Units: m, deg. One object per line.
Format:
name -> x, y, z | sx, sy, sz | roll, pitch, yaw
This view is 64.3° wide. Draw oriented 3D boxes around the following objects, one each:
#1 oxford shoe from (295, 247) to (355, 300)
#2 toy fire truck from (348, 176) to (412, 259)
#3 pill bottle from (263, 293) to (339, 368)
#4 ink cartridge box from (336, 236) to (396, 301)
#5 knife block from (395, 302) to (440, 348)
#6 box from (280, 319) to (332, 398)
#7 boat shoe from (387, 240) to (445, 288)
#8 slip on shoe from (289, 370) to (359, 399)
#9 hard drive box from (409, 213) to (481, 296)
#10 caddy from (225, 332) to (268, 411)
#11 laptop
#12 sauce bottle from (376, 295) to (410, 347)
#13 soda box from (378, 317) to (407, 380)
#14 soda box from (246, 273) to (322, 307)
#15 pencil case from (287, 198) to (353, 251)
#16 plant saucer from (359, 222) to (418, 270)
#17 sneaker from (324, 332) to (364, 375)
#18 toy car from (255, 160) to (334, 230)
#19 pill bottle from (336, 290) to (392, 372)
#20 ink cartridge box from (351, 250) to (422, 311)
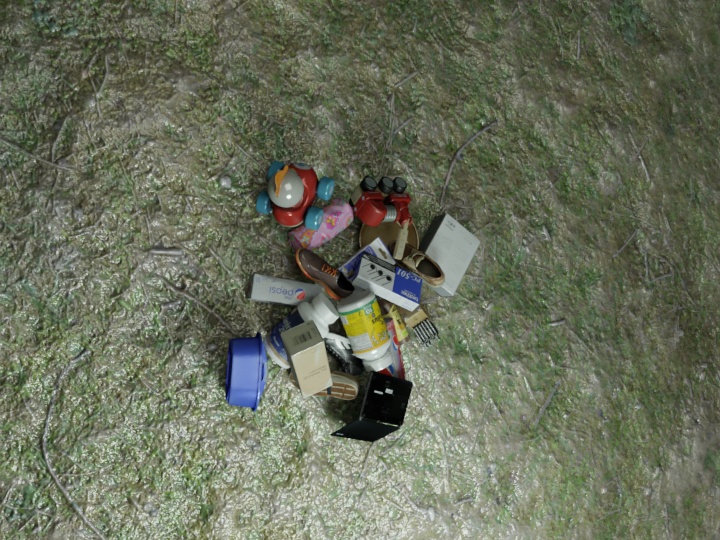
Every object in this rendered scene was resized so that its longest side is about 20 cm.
oxford shoe -> -0.093, 0.001, 1.566 | 0.199, 0.072, 0.072 | 41, 52, -28
toy fire truck -> 0.073, -0.147, 1.622 | 0.173, 0.129, 0.203 | -5, 59, -38
pill bottle -> -0.156, 0.157, 1.530 | 0.199, 0.111, 0.111 | -41, 103, 7
ink cartridge box -> 0.000, 0.000, 1.660 | 0.199, 0.037, 0.095 | -38, 102, -3
knife block -> 0.166, 0.131, 1.732 | 0.063, 0.176, 0.202 | -32, 55, 6
box -> -0.135, 0.229, 1.466 | 0.094, 0.078, 0.202 | -24, 140, -13
boat shoe -> 0.165, -0.029, 1.667 | 0.198, 0.072, 0.076 | 34, 77, 13
slip on shoe -> -0.098, 0.304, 1.591 | 0.196, 0.061, 0.078 | 7, 116, 10
hard drive box -> 0.260, -0.047, 1.779 | 0.155, 0.077, 0.202 | 36, 73, -16
caddy -> -0.290, 0.262, 1.488 | 0.103, 0.141, 0.205 | 5, 85, -19
laptop -> 0.035, 0.387, 1.608 | 0.176, 0.102, 0.204 | 22, 80, -40
sauce bottle -> 0.082, 0.129, 1.697 | 0.064, 0.064, 0.203 | -29, 99, -22
soda box -> 0.077, 0.243, 1.661 | 0.063, 0.069, 0.204 | -31, 111, -63
soda box -> -0.209, 0.061, 1.578 | 0.196, 0.063, 0.070 | 10, 81, -22
pencil case -> -0.110, -0.124, 1.626 | 0.199, 0.087, 0.088 | -39, 101, -21
plant saucer -> 0.082, -0.088, 1.727 | 0.196, 0.035, 0.205 | 1, 87, -22
sneaker -> -0.063, 0.243, 1.622 | 0.197, 0.073, 0.114 | 18, 78, -22
toy car -> -0.184, -0.223, 1.503 | 0.181, 0.200, 0.180 | 18, 78, 9
pill bottle -> 0.018, 0.168, 1.566 | 0.111, 0.112, 0.204 | -24, 100, -22
ink cartridge box -> 0.077, 0.030, 1.617 | 0.197, 0.044, 0.095 | 26, 50, -14
